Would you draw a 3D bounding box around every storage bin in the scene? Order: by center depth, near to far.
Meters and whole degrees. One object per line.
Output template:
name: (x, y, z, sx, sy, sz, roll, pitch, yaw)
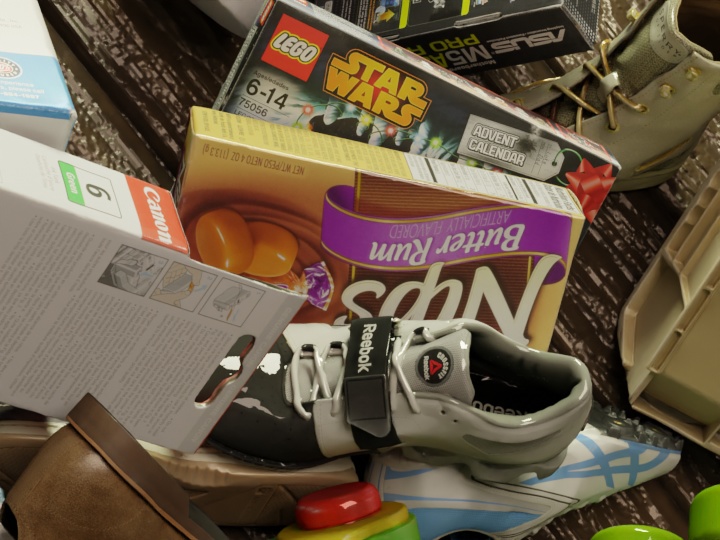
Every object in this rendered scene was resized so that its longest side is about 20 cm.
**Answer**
storage bin: (0.268, 0.019, 1.504, 0.199, 0.199, 0.094, 28, 22, -11)

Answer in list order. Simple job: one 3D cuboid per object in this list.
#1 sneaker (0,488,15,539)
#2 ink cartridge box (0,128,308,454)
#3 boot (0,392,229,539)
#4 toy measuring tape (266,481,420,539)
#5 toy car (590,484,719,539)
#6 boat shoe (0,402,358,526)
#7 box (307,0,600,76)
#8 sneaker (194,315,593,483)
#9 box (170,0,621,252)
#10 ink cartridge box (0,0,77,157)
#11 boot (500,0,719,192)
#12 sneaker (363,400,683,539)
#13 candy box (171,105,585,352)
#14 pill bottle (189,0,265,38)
sneaker: (-0.222, 0.090, 1.302, 0.080, 0.077, 0.201, -24, 76, -31)
ink cartridge box: (-0.135, 0.007, 1.273, 0.199, 0.109, 0.050, 19, 31, -33)
boot: (-0.095, 0.140, 1.316, 0.075, 0.074, 0.200, -46, 131, -6)
toy measuring tape: (0.013, 0.136, 1.323, 0.073, 0.200, 0.074, 0, 89, -25)
toy car: (0.213, 0.223, 1.412, 0.199, 0.158, 0.165, 23, 59, -28)
boat shoe: (-0.097, 0.081, 1.373, 0.199, 0.072, 0.065, 5, 53, -22)
box: (0.054, -0.197, 1.531, 0.044, 0.159, 0.201, 46, 43, -48)
sneaker: (0.015, 0.050, 1.345, 0.198, 0.089, 0.075, 3, 65, -13)
box: (0.014, -0.039, 1.450, 0.199, 0.040, 0.138, 24, 103, -12)
ink cartridge box: (-0.226, -0.090, 1.328, 0.128, 0.126, 0.201, 5, 37, -24)
boot: (0.123, -0.091, 1.507, 0.199, 0.155, 0.072, -11, 70, -31)
sneaker: (0.081, 0.107, 1.454, 0.199, 0.072, 0.073, -6, 110, -37)
candy box: (0.000, 0.000, 1.410, 0.199, 0.117, 0.057, 13, 16, -9)
pill bottle: (-0.026, -0.224, 1.494, 0.111, 0.111, 0.200, 39, 85, -3)
